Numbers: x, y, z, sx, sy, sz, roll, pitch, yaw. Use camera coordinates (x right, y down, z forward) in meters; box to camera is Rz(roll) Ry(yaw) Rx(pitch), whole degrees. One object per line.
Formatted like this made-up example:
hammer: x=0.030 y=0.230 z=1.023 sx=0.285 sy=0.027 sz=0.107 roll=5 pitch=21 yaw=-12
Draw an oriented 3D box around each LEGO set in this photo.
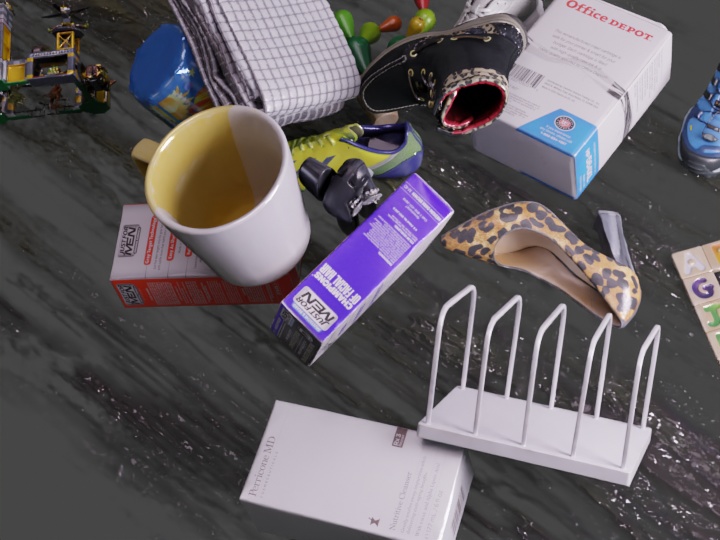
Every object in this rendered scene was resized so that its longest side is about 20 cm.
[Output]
LEGO set: x=-0.392 y=-0.258 z=1.664 sx=0.198 sy=0.154 sz=0.117 roll=-7 pitch=73 yaw=15

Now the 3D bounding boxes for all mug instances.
mug: x=-0.128 y=-0.074 z=1.413 sx=0.149 sy=0.154 sz=0.187 roll=-30 pitch=55 yaw=-1

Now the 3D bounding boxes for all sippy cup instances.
sippy cup: x=-0.186 y=-0.209 z=1.575 sx=0.140 sy=0.130 sz=0.179 roll=-45 pitch=46 yaw=19

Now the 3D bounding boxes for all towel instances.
towel: x=-0.109 y=-0.254 z=1.528 sx=0.165 sy=0.085 sz=0.201 roll=-19 pitch=79 yaw=-44

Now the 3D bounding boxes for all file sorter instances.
file sorter: x=0.173 y=0.101 z=1.299 sx=0.198 sy=0.139 sz=0.126 roll=12 pitch=104 yaw=17

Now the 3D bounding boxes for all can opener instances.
can opener: x=-0.008 y=-0.077 z=1.445 sx=0.063 sy=0.200 sz=0.079 roll=-43 pitch=76 yaw=0

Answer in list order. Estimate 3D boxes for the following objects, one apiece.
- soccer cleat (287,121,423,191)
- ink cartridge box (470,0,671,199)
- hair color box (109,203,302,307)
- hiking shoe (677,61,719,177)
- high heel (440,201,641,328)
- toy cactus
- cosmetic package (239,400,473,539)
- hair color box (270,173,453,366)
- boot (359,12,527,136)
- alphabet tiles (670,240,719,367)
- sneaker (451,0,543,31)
soccer cleat: x=-0.029 y=-0.136 z=1.554 sx=0.198 sy=0.084 sz=0.065 roll=-4 pitch=56 yaw=9
ink cartridge box: x=0.234 y=-0.199 z=1.545 sx=0.145 sy=0.085 sz=0.200 roll=30 pitch=66 yaw=28
hair color box: x=-0.164 y=-0.019 z=1.517 sx=0.198 sy=0.061 sz=0.102 roll=-1 pitch=57 yaw=9
hiking shoe: x=0.398 y=-0.193 z=1.508 sx=0.074 sy=0.087 sz=0.201 roll=21 pitch=63 yaw=23
high heel: x=0.185 y=0.001 z=1.427 sx=0.198 sy=0.072 sz=0.144 roll=-3 pitch=50 yaw=-2
toy cactus: x=0.007 y=-0.246 z=1.626 sx=0.198 sy=0.103 sz=0.166 roll=-16 pitch=65 yaw=-10
cosmetic package: x=-0.002 y=0.206 z=1.325 sx=0.198 sy=0.081 sz=0.114 roll=10 pitch=61 yaw=16
hair color box: x=0.000 y=0.000 z=1.437 sx=0.065 sy=0.109 sz=0.200 roll=42 pitch=71 yaw=4
boot: x=0.078 y=-0.195 z=1.486 sx=0.202 sy=0.074 sz=0.154 roll=-18 pitch=29 yaw=23
alphabet tiles: x=0.437 y=0.023 z=1.407 sx=0.198 sy=0.008 sz=0.168 roll=-17 pitch=55 yaw=0
sneaker: x=0.133 y=-0.285 z=1.617 sx=0.075 sy=0.092 sz=0.200 roll=33 pitch=69 yaw=28
